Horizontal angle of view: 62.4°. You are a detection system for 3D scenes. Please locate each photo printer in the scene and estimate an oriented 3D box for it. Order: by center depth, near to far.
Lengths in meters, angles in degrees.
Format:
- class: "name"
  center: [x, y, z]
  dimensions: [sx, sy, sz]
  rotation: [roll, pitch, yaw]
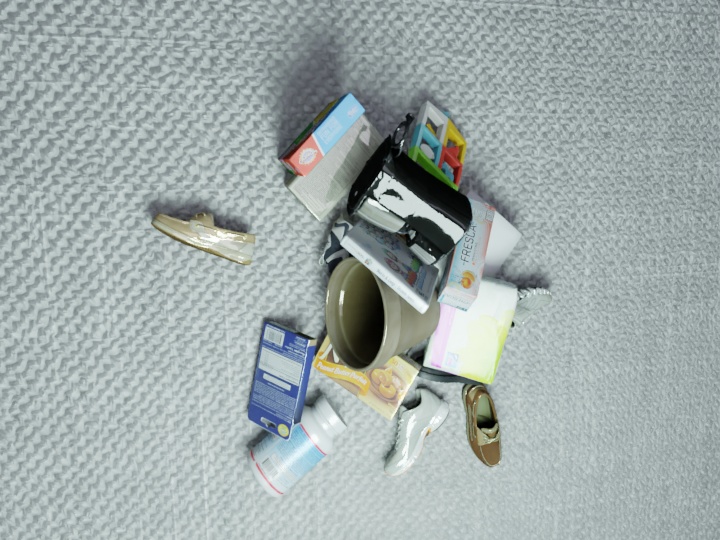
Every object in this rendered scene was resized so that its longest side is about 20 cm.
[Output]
- class: "photo printer"
  center: [0.220, -0.043, 1.241]
  dimensions: [0.165, 0.069, 0.202]
  rotation: [37, 89, -10]

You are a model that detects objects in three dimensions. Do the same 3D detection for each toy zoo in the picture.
- class: "toy zoo"
  center: [0.153, -0.238, 1.161]
  dimensions: [0.130, 0.020, 0.205]
  rotation: [38, 52, -28]

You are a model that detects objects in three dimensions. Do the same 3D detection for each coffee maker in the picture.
- class: "coffee maker"
  center: [0.100, -0.126, 1.038]
  dimensions: [0.196, 0.191, 0.138]
  rotation: [29, 54, -18]

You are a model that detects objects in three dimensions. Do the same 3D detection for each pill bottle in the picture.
- class: "pill bottle"
  center: [-0.125, 0.351, 1.206]
  dimensions: [0.198, 0.109, 0.110]
  rotation: [-40, 106, -5]

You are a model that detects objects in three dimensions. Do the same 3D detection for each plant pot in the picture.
- class: "plant pot"
  center: [0.053, 0.075, 1.111]
  dimensions: [0.169, 0.198, 0.208]
  rotation: [-2, 101, -35]

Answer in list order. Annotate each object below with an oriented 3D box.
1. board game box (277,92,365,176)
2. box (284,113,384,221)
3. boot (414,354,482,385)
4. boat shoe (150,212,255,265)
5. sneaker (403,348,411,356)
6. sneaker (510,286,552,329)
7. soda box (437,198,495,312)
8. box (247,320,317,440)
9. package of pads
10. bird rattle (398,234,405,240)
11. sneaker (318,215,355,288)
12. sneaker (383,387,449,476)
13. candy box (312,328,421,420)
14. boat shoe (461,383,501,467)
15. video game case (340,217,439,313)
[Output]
- class: "board game box"
  center: [-0.076, -0.240, 1.069]
  dimensions: [0.040, 0.200, 0.153]
  rotation: [43, 88, -17]
- class: "box"
  center: [-0.047, -0.203, 1.146]
  dimensions: [0.200, 0.078, 0.095]
  rotation: [-46, 107, -3]
- class: "boot"
  center: [0.208, 0.154, 1.276]
  dimensions: [0.192, 0.073, 0.168]
  rotation: [8, 99, -22]
- class: "boat shoe"
  center: [-0.290, -0.073, 1.117]
  dimensions: [0.195, 0.073, 0.071]
  rotation: [22, 82, -18]
- class: "sneaker"
  center: [0.066, 0.115, 1.244]
  dimensions: [0.114, 0.076, 0.203]
  rotation: [35, 87, -5]
- class: "sneaker"
  center: [0.337, 0.080, 1.272]
  dimensions: [0.194, 0.074, 0.084]
  rotation: [-5, 83, -33]
- class: "soda box"
  center: [0.201, -0.032, 1.124]
  dimensions: [0.062, 0.069, 0.205]
  rotation: [19, 62, 0]
- class: "box"
  center: [-0.158, 0.216, 1.177]
  dimensions: [0.032, 0.118, 0.207]
  rotation: [3, 102, -58]
- class: "package of pads"
  center: [0.220, 0.109, 1.182]
  dimensions: [0.149, 0.068, 0.207]
  rotation: [14, 101, 5]
- class: "bird rattle"
  center: [0.081, -0.122, 1.165]
  dimensions: [0.198, 0.113, 0.165]
  rotation: [35, 95, -23]
- class: "sneaker"
  center: [0.000, 0.000, 1.197]
  dimensions: [0.197, 0.080, 0.131]
  rotation: [35, 100, -26]
- class: "sneaker"
  center: [0.102, 0.343, 1.288]
  dimensions: [0.091, 0.076, 0.202]
  rotation: [39, 81, -10]
- class: "candy box"
  center: [0.012, 0.191, 1.194]
  dimensions: [0.197, 0.055, 0.118]
  rotation: [32, 98, 11]
- class: "boat shoe"
  center: [0.275, 0.349, 1.325]
  dimensions: [0.073, 0.074, 0.206]
  rotation: [-20, 104, -9]
- class: "video game case"
  center: [0.059, -0.023, 1.059]
  dimensions: [0.181, 0.200, 0.024]
  rotation: [40, 112, -1]
